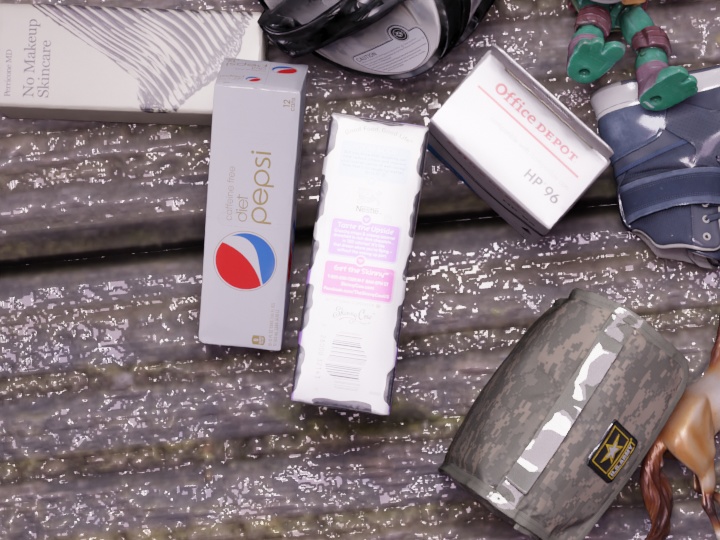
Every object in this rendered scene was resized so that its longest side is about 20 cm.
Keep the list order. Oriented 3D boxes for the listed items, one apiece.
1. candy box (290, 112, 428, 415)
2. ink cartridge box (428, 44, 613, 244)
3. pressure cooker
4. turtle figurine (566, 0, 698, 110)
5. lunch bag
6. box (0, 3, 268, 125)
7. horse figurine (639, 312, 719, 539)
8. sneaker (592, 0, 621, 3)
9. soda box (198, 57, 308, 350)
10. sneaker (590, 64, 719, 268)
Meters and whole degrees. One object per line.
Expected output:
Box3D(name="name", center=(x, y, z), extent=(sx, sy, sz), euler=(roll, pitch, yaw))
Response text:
Box3D(name="candy box", center=(0.000, 0.000, 1.467), extent=(0.071, 0.168, 0.201), euler=(8, 87, 1))
Box3D(name="ink cartridge box", center=(0.109, -0.086, 1.454), extent=(0.116, 0.200, 0.068), euler=(42, 88, 3))
Box3D(name="pressure cooker", center=(0.012, -0.234, 1.453), extent=(0.178, 0.176, 0.201), euler=(20, 57, 16))
Box3D(name="turtle figurine", center=(0.193, -0.217, 1.502), extent=(0.149, 0.101, 0.201), euler=(6, 56, -7))
Box3D(name="lunch bag", center=(0.143, 0.106, 1.442), extent=(0.117, 0.200, 0.164), euler=(35, 87, 3))
Box3D(name="box", center=(-0.169, -0.153, 1.528), extent=(0.199, 0.068, 0.083), euler=(1, 87, 0))
Box3D(name="horse figurine", center=(0.265, 0.113, 1.495), extent=(0.200, 0.050, 0.133), euler=(-42, 105, -23))
Box3D(name="sneaker", center=(0.187, -0.296, 1.427), extent=(0.073, 0.112, 0.201), euler=(7, 62, -8))
Box3D(name="soda box", center=(-0.078, -0.047, 1.483), extent=(0.063, 0.068, 0.201), euler=(5, 112, 1))
Box3D(name="sneaker", center=(0.282, -0.080, 1.506), extent=(0.201, 0.077, 0.147), euler=(-13, 75, 10))
